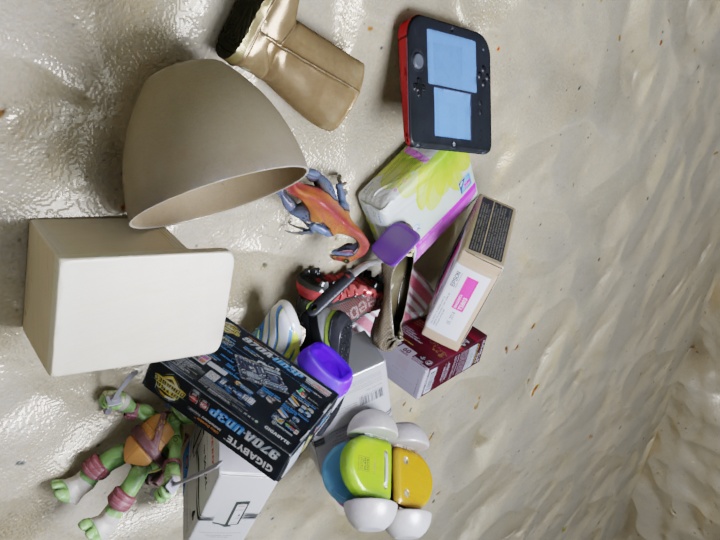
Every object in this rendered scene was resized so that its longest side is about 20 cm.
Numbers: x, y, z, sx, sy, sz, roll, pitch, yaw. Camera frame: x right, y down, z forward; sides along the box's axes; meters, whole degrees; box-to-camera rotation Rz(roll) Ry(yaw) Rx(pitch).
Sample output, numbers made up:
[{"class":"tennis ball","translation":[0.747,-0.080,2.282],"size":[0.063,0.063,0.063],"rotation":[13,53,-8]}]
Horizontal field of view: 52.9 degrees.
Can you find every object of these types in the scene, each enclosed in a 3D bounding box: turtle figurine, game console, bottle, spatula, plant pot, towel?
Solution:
[{"class":"turtle figurine","translation":[-0.289,0.227,0.891],"size":[0.194,0.200,0.144],"rotation":[-46,106,-8]},{"class":"game console","translation":[0.128,-0.265,1.049],"size":[0.197,0.031,0.182],"rotation":[-4,90,-45]},{"class":"bottle","translation":[-0.090,0.195,1.001],"size":[0.201,0.083,0.065],"rotation":[-54,166,25]},{"class":"spatula","translation":[0.000,0.000,1.023],"size":[0.199,0.056,0.021],"rotation":[-38,145,-21]},{"class":"plant pot","translation":[-0.167,-0.140,0.767],"size":[0.197,0.199,0.138],"rotation":[-17,89,-39]},{"class":"towel","translation":[0.040,0.082,1.243],"size":[0.202,0.030,0.146],"rotation":[-54,139,-7]}]

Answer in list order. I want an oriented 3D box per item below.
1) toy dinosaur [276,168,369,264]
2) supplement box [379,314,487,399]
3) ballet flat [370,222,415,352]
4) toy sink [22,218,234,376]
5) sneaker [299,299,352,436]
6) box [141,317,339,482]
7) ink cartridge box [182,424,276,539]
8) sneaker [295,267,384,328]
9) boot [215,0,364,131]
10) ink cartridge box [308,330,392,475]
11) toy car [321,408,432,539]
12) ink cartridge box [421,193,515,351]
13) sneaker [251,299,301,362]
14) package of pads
[{"class":"toy dinosaur","translation":[-0.052,-0.066,0.956],"size":[0.181,0.201,0.105],"rotation":[41,101,-21]},{"class":"supplement box","translation":[0.122,0.138,1.254],"size":[0.198,0.108,0.062],"rotation":[-19,132,-48]},{"class":"ballet flat","translation":[0.057,0.029,1.096],"size":[0.066,0.046,0.205],"rotation":[-5,111,-46]},{"class":"toy sink","translation":[-0.259,0.020,0.807],"size":[0.197,0.111,0.133],"rotation":[-5,118,-40]},{"class":"sneaker","translation":[-0.063,0.139,1.051],"size":[0.072,0.081,0.205],"rotation":[-35,137,-65]},{"class":"box","translation":[-0.139,0.145,0.879],"size":[0.047,0.198,0.159],"rotation":[-61,171,23]},{"class":"ink cartridge box","translation":[-0.177,0.257,0.966],"size":[0.082,0.148,0.202],"rotation":[9,133,-22]},{"class":"sneaker","translation":[-0.026,0.051,1.114],"size":[0.198,0.070,0.100],"rotation":[0,114,-45]},{"class":"boot","translation":[-0.060,-0.282,0.867],"size":[0.198,0.066,0.177],"rotation":[20,111,-50]},{"class":"ink cartridge box","translation":[-0.029,0.220,1.187],"size":[0.144,0.083,0.203],"rotation":[-21,131,-16]},{"class":"toy car","translation":[0.020,0.329,1.152],"size":[0.198,0.148,0.179],"rotation":[29,52,-41]},{"class":"ink cartridge box","translation":[0.180,0.003,1.206],"size":[0.166,0.074,0.202],"rotation":[-64,177,-49]},{"class":"sneaker","translation":[-0.149,0.131,1.011],"size":[0.103,0.076,0.203],"rotation":[-10,133,-34]},{"class":"package of pads","translation":[0.095,-0.120,1.135],"size":[0.200,0.068,0.156],"rotation":[-46,140,-17]}]
